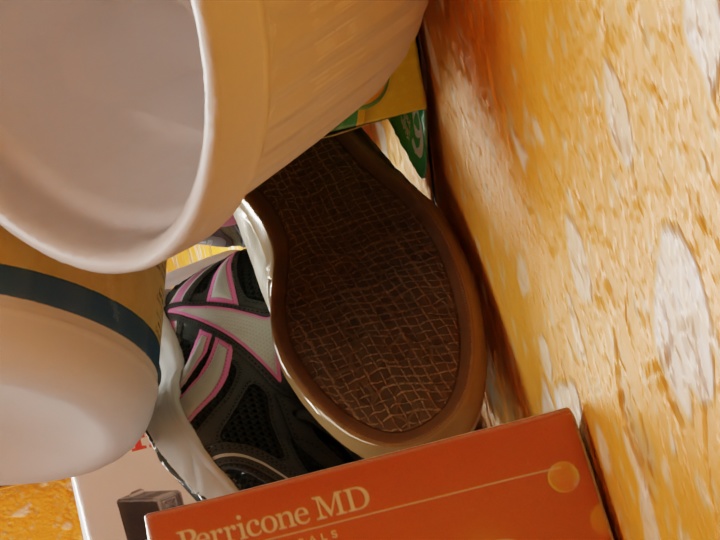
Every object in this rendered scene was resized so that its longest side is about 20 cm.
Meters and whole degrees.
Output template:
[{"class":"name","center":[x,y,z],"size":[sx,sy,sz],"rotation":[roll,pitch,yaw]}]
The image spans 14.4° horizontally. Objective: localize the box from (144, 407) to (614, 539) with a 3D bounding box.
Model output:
[{"class":"box","center":[0.025,0.157,0.772],"size":[0.098,0.124,0.201],"rotation":[91,164,-66]}]

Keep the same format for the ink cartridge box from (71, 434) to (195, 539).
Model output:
[{"class":"ink cartridge box","center":[-0.041,0.150,1.259],"size":[0.084,0.144,0.201],"rotation":[86,169,-49]}]

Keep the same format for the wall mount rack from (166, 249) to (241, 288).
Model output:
[{"class":"wall mount rack","center":[-0.059,-0.023,1.401],"size":[0.174,0.074,0.201],"rotation":[41,-150,-61]}]

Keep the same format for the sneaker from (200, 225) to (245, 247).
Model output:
[{"class":"sneaker","center":[-0.062,-0.102,1.189],"size":[0.074,0.081,0.201],"rotation":[119,137,-81]}]

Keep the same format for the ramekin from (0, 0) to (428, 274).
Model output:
[{"class":"ramekin","center":[-0.068,-0.110,0.814],"size":[0.200,0.105,0.201],"rotation":[33,139,35]}]

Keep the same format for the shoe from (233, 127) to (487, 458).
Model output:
[{"class":"shoe","center":[0.000,0.000,0.945],"size":[0.053,0.070,0.200],"rotation":[53,-173,-42]}]

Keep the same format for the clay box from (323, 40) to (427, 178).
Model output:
[{"class":"clay box","center":[-0.022,-0.133,0.917],"size":[0.115,0.047,0.201],"rotation":[-115,14,-61]}]

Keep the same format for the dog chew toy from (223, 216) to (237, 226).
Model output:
[{"class":"dog chew toy","center":[-0.104,-0.065,1.093],"size":[0.125,0.199,0.125],"rotation":[164,90,-83]}]

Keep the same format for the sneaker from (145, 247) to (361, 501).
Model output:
[{"class":"sneaker","center":[-0.028,0.039,0.991],"size":[0.080,0.086,0.200],"rotation":[49,-176,-34]}]

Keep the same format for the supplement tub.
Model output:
[{"class":"supplement tub","center":[-0.133,-0.042,0.953],"size":[0.145,0.144,0.201],"rotation":[92,180,-68]}]
